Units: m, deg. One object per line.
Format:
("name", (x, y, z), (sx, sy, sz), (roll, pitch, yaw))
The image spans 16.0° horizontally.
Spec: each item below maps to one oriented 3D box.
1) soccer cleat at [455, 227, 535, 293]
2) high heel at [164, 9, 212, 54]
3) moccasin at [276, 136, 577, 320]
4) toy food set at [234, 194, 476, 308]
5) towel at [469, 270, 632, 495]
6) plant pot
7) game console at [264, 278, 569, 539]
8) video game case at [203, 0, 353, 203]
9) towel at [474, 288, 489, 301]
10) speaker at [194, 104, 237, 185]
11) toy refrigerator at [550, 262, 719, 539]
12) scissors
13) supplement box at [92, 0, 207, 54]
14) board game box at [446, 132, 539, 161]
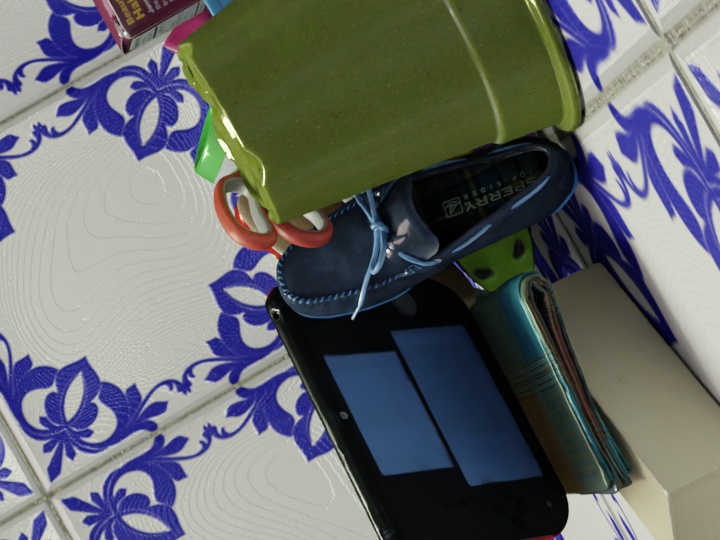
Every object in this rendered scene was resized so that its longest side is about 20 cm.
("soccer cleat", (0.070, -0.074, 1.855), (0.201, 0.067, 0.081), (59, -166, 4))
("high heel", (-0.053, -0.116, 1.849), (0.201, 0.096, 0.067), (56, 172, 1))
("moccasin", (0.034, -0.038, 1.578), (0.081, 0.199, 0.068), (62, -176, 15))
("toy food set", (0.000, 0.000, 1.810), (0.197, 0.049, 0.200), (11, -158, -48))
("towel", (0.119, 0.077, 1.653), (0.200, 0.022, 0.147), (136, 111, -81))
("plant pot", (-0.001, -0.126, 1.514), (0.201, 0.189, 0.200), (60, 175, 8))
("game console", (0.040, 0.092, 1.637), (0.176, 0.031, 0.201), (2, -126, -50))
("video game case", (-0.043, -0.110, 1.688), (0.144, 0.018, 0.200), (59, -174, 13))
("towel", (0.082, 0.072, 1.883), (0.201, 0.146, 0.022), (-103, 33, -54))
("speaker", (-0.020, -0.079, 1.921), (0.199, 0.089, 0.088), (17, 180, -8))
("toy refrigerator", (0.179, 0.088, 1.624), (0.200, 0.070, 0.076), (54, 164, 46))
("scissors", (-0.070, -0.075, 1.601), (0.201, 0.073, 0.014), (-113, 34, -48))
("supplement box", (-0.109, -0.256, 1.775), (0.131, 0.199, 0.103), (61, 174, -1))
("board game box", (0.034, -0.116, 1.693), (0.201, 0.103, 0.105), (59, 175, 12))
